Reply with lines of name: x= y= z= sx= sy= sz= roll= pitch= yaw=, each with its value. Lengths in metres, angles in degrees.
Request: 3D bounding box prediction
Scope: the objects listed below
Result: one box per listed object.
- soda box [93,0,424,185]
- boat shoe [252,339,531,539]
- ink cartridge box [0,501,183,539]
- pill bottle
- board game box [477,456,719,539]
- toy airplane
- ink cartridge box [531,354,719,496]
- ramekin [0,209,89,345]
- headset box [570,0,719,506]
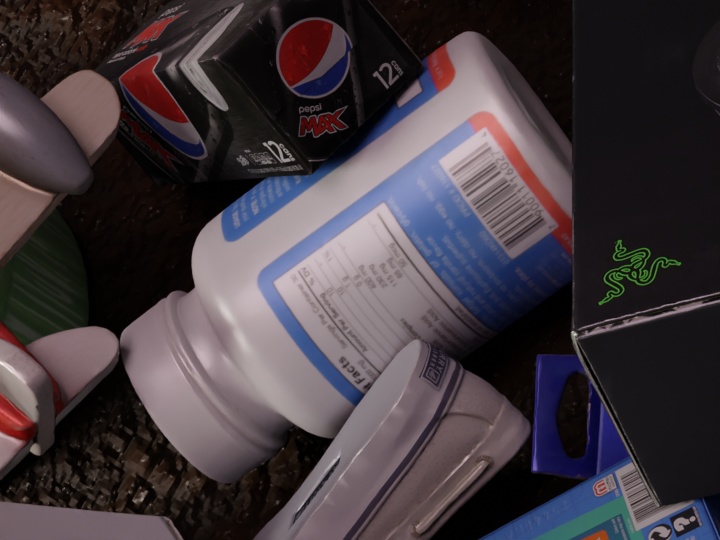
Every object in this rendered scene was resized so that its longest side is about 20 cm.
soda box: x=-0.055 y=-0.083 z=0.902 sx=0.071 sy=0.063 sz=0.200 roll=-45 pitch=17 yaw=-17
boat shoe: x=-0.001 y=0.119 z=0.846 sx=0.200 sy=0.070 sz=0.071 roll=-55 pitch=10 yaw=22
ink cartridge box: x=-0.148 y=0.189 z=0.762 sx=0.084 sy=0.145 sz=0.200 roll=46 pitch=123 yaw=57
pill bottle: x=0.000 y=0.000 z=0.873 sx=0.200 sy=0.112 sz=0.112 roll=-35 pitch=56 yaw=12
board game box: x=0.048 y=0.161 z=0.692 sx=0.200 sy=0.045 sz=0.152 roll=-30 pitch=36 yaw=12
toy airplane: x=-0.197 y=0.001 z=0.846 sx=0.199 sy=0.141 sz=0.200 roll=-8 pitch=49 yaw=4
ink cartridge box: x=0.165 y=0.054 z=0.779 sx=0.200 sy=0.076 sz=0.137 roll=-7 pitch=66 yaw=29
ramekin: x=-0.229 y=0.021 z=1.004 sx=0.200 sy=0.098 sz=0.200 roll=-12 pitch=64 yaw=25
headset box: x=0.164 y=-0.028 z=0.701 sx=0.174 sy=0.093 sz=0.200 roll=-14 pitch=40 yaw=20
